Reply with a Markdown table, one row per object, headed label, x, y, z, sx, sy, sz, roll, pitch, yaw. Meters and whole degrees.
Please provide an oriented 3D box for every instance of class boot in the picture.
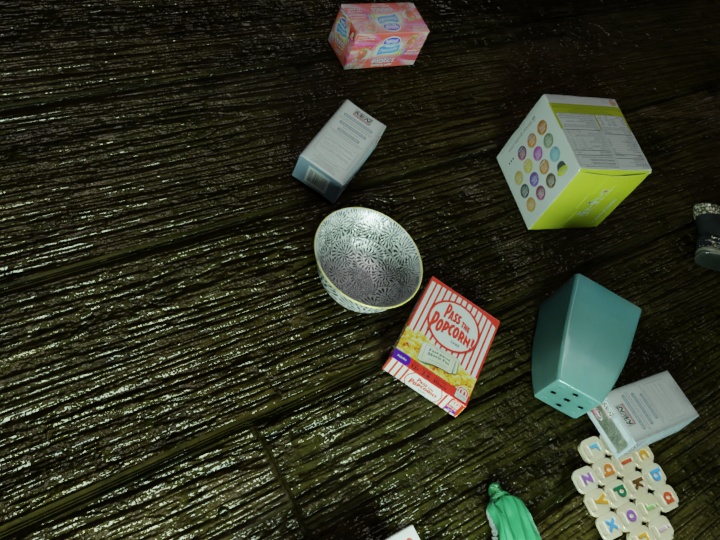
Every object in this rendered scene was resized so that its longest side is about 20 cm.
| label | x | y | z | sx | sy | sz | roll | pitch | yaw |
| --- | --- | --- | --- | --- | --- | --- | --- | --- | --- |
| boot | 0.861 | -0.067 | 1.744 | 0.199 | 0.074 | 0.157 | 15 | 57 | -10 |

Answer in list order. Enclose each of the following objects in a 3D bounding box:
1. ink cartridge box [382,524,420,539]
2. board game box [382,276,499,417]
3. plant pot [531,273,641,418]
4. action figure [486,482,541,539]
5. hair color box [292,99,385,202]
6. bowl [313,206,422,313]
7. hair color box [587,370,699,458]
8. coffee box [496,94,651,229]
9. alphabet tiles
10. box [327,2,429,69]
| label | x | y | z | sx | sy | sz | roll | pitch | yaw |
| --- | --- | --- | --- | --- | --- | --- | --- | --- | --- |
| ink cartridge box | 0.017 | 0.454 | 1.000 | 0.197 | 0.085 | 0.148 | -19 | 67 | -32 |
| board game box | 0.143 | 0.128 | 1.307 | 0.150 | 0.047 | 0.202 | 32 | 50 | -1 |
| plant pot | 0.390 | 0.146 | 1.352 | 0.139 | 0.142 | 0.203 | 28 | 58 | -3 |
| action figure | 0.240 | 0.418 | 1.147 | 0.115 | 0.055 | 0.203 | -1 | 51 | -23 |
| hair color box | -0.039 | -0.233 | 1.455 | 0.098 | 0.061 | 0.201 | 33 | 51 | 0 |
| bowl | 0.000 | 0.000 | 1.300 | 0.196 | 0.095 | 0.205 | 12 | 53 | -17 |
| hair color box | 0.511 | 0.257 | 1.362 | 0.196 | 0.061 | 0.100 | -9 | 57 | -35 |
| coffee box | 0.444 | -0.224 | 1.586 | 0.196 | 0.201 | 0.201 | -3 | 59 | -26 |
| alphabet tiles | 0.456 | 0.378 | 1.297 | 0.192 | 0.015 | 0.203 | -11 | 63 | -30 |
| box | 0.041 | -0.523 | 1.674 | 0.196 | 0.103 | 0.096 | -13 | 63 | -32 |
